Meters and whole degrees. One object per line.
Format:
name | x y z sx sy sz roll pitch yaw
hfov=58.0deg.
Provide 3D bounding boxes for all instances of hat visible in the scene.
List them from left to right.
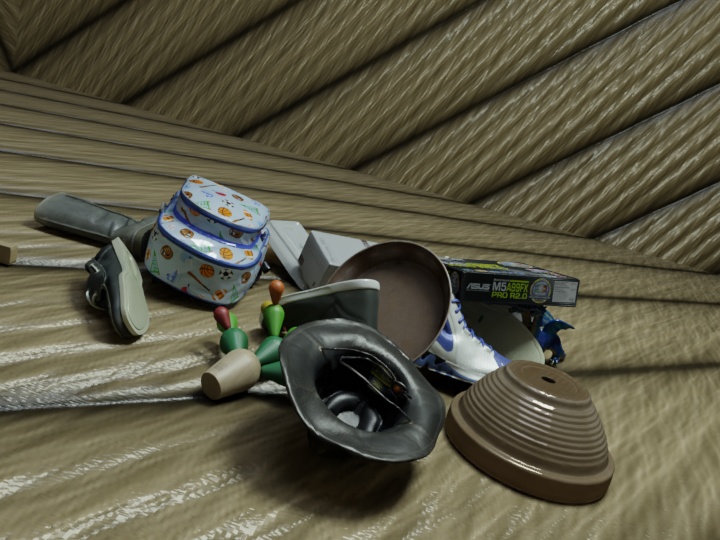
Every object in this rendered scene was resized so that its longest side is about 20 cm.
hat | -0.012 0.136 0.651 0.198 0.082 0.202 26 26 -14

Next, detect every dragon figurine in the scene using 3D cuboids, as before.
dragon figurine | 0.310 0.100 1.073 0.198 0.101 0.059 15 11 -37

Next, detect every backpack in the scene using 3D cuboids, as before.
backpack | -0.224 -0.039 0.968 0.197 0.156 0.192 19 29 -9

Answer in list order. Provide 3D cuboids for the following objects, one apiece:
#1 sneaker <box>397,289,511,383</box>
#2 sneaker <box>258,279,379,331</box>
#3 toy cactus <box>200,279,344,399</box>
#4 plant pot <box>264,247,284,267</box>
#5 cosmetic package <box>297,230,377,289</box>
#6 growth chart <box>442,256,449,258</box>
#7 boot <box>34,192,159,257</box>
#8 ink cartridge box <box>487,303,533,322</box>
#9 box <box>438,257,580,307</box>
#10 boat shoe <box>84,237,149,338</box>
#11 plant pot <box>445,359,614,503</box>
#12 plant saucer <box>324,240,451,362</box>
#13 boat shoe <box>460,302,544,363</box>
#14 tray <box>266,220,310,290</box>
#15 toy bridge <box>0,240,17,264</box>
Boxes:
sneaker | 0.128 0.087 0.891 0.196 0.117 0.081 16 -5 1
sneaker | -0.058 0.081 0.838 0.197 0.101 0.070 -16 -20 34
toy cactus | -0.108 0.094 0.739 0.198 0.104 0.164 31 30 23
plant pot | -0.146 -0.040 1.281 0.196 0.028 0.200 14 14 -4
cosmetic package | 0.000 0.000 1.134 0.197 0.075 0.102 10 32 -34
growth chart | 0.216 0.015 1.176 0.197 0.018 0.144 21 16 22
boot | -0.416 -0.083 1.109 0.196 0.074 0.182 12 12 14
ink cartridge box | 0.214 0.056 1.208 0.134 0.078 0.199 6 16 -33
box | 0.207 0.015 1.001 0.196 0.045 0.160 4 9 -18
boat shoe | -0.312 0.030 0.822 0.067 0.073 0.200 -27 36 -11
plant pot | 0.204 0.168 0.754 0.197 0.094 0.201 14 16 -4
plant saucer | 0.032 0.053 0.874 0.199 0.202 0.035 27 -14 38
boat shoe | 0.211 0.101 1.028 0.199 0.072 0.068 38 -7 37
tray | -0.108 -0.035 1.194 0.106 0.022 0.201 1 39 -42
toy bridge | -0.509 -0.009 0.798 0.066 0.028 0.200 15 15 3
